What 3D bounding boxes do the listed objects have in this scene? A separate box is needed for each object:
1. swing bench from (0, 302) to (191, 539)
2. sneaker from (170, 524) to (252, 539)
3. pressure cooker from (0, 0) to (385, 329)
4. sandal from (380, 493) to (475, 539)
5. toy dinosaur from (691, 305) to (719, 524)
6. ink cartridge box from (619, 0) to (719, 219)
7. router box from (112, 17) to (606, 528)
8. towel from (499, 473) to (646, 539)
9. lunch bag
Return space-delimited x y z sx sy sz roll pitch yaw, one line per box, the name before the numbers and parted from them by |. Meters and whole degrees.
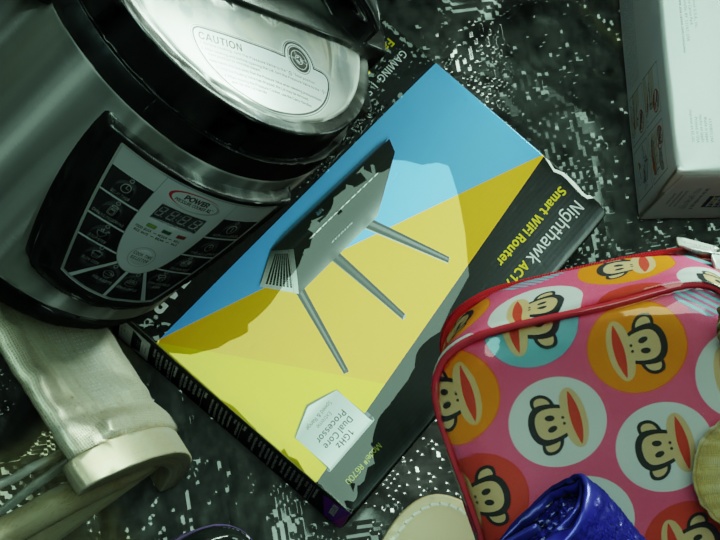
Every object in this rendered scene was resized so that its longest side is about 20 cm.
swing bench | -0.208 0.049 1.260 0.199 0.130 0.199 -32 79 -14
sneaker | -0.125 0.187 1.252 0.076 0.088 0.200 42 74 5
pressure cooker | -0.096 -0.093 1.211 0.179 0.200 0.176 48 31 -4
sandal | 0.023 0.200 1.276 0.077 0.070 0.213 21 73 -1
toy dinosaur | 0.196 0.101 1.211 0.100 0.058 0.202 -3 95 8
ink cartridge box | 0.223 -0.133 1.388 0.174 0.084 0.201 -1 75 -8
router box | 0.000 0.000 1.338 0.149 0.051 0.200 40 73 3
towel | 0.102 0.200 1.228 0.147 0.050 0.200 -37 114 14
lunch bag | 0.134 0.093 1.263 0.175 0.082 0.201 -13 105 8
